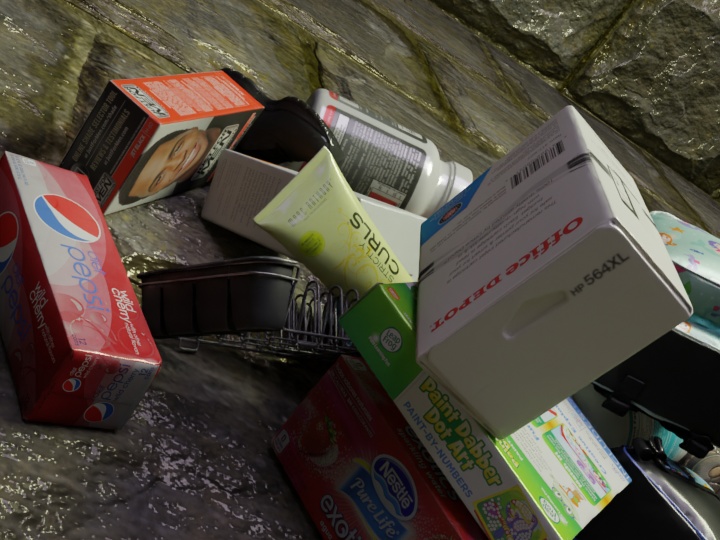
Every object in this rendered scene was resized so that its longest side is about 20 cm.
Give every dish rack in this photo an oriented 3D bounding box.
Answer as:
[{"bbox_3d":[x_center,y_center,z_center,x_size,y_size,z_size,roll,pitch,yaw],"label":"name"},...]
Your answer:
[{"bbox_3d":[-0.050,0.038,0.768,0.200,0.153,0.055,15,76,-45],"label":"dish rack"}]

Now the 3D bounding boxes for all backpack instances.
[{"bbox_3d":[0.268,0.041,0.878,0.177,0.151,0.200,26,16,-1],"label":"backpack"},{"bbox_3d":[0.257,0.240,0.852,0.183,0.135,0.200,51,12,26],"label":"backpack"}]

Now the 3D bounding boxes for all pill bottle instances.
[{"bbox_3d":[0.017,-0.111,1.152,0.199,0.116,0.116,24,25,-13],"label":"pill bottle"},{"bbox_3d":[0.217,0.135,0.944,0.199,0.111,0.111,6,38,-45],"label":"pill bottle"}]

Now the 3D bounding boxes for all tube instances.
[{"bbox_3d":[0.000,0.000,0.807,0.200,0.052,0.058,51,38,-33],"label":"tube"}]

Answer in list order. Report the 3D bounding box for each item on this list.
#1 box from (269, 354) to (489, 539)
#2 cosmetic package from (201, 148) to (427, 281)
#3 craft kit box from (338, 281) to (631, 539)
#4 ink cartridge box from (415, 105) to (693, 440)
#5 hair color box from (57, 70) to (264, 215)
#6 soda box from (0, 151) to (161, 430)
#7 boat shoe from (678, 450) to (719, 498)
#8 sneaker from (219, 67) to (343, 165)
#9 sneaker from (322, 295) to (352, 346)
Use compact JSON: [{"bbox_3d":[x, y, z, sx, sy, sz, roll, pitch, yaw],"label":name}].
[{"bbox_3d":[0.037,0.163,0.710,0.099,0.096,0.200,14,32,-48],"label":"box"},{"bbox_3d":[-0.042,-0.046,0.924,0.101,0.072,0.200,14,7,-46],"label":"cosmetic package"},{"bbox_3d":[0.096,0.096,0.722,0.200,0.048,0.197,55,19,16],"label":"craft kit box"},{"bbox_3d":[0.116,-0.005,0.676,0.084,0.146,0.200,45,22,-18],"label":"ink cartridge box"},{"bbox_3d":[-0.174,-0.120,0.926,0.061,0.102,0.200,41,23,7],"label":"hair color box"},{"bbox_3d":[-0.201,0.009,0.686,0.070,0.063,0.200,16,31,-43],"label":"soda box"},{"bbox_3d":[0.363,0.252,1.002,0.073,0.074,0.201,-116,-178,-71],"label":"boat shoe"},{"bbox_3d":[-0.098,-0.134,1.045,0.200,0.091,0.076,27,-17,40],"label":"sneaker"},{"bbox_3d":[0.053,0.035,0.928,0.199,0.090,0.079,-12,80,-40],"label":"sneaker"}]
